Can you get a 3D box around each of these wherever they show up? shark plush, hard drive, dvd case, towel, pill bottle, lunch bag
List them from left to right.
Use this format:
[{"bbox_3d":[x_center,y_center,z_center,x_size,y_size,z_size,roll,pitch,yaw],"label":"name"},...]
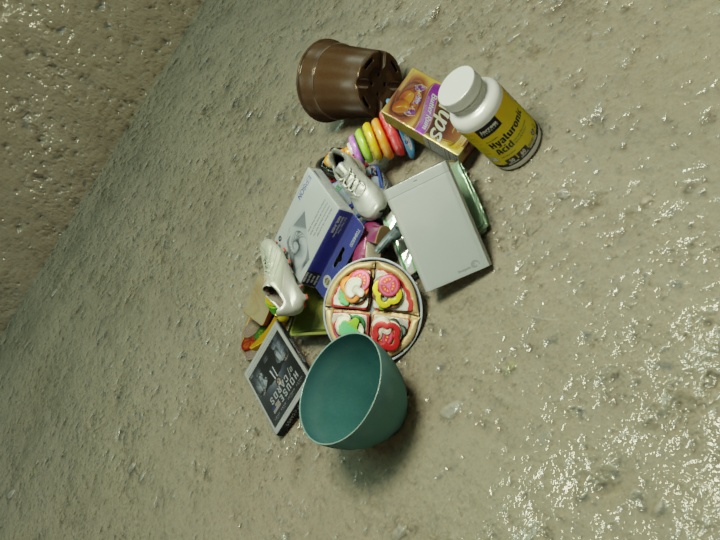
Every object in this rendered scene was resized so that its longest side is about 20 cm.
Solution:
[{"bbox_3d":[-0.171,0.225,1.655,0.151,0.025,0.200,-58,40,16],"label":"dvd case"},{"bbox_3d":[-0.016,-0.136,1.697,0.198,0.076,0.162,-28,38,18],"label":"lunch bag"},{"bbox_3d":[0.091,-0.117,1.484,0.199,0.083,0.092,-36,64,25],"label":"shark plush"},{"bbox_3d":[0.140,-0.093,1.509,0.199,0.023,0.154,-35,65,28],"label":"towel"},{"bbox_3d":[0.138,-0.078,1.416,0.131,0.027,0.203,-23,91,23],"label":"hard drive"},{"bbox_3d":[0.232,-0.280,1.430,0.111,0.199,0.113,-29,44,33],"label":"pill bottle"}]

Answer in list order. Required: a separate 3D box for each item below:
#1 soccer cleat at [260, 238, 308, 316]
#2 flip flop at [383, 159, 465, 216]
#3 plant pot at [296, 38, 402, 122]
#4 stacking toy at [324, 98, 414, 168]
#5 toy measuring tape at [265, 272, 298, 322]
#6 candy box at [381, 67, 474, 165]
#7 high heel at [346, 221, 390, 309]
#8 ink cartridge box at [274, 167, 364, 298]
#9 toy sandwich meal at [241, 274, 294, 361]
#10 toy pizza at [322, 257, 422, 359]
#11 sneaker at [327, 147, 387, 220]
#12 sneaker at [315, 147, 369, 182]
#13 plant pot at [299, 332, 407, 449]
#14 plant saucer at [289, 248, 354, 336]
[{"bbox_3d":[-0.178,0.012,1.642,0.201,0.077,0.070,59,151,32],"label":"soccer cleat"},{"bbox_3d":[0.126,-0.150,1.575,0.198,0.081,0.058,-27,51,28],"label":"flip flop"},{"bbox_3d":[-0.018,-0.447,1.873,0.197,0.200,0.202,18,78,44],"label":"plant pot"},{"bbox_3d":[0.011,-0.273,1.707,0.197,0.117,0.110,-23,41,5],"label":"stacking toy"},{"bbox_3d":[-0.170,0.036,1.721,0.073,0.073,0.202,-33,36,29],"label":"toy measuring tape"},{"bbox_3d":[0.154,-0.311,1.582,0.199,0.057,0.117,34,83,21],"label":"candy box"},{"bbox_3d":[0.000,0.000,1.561,0.096,0.066,0.203,10,85,65],"label":"high heel"},{"bbox_3d":[-0.091,-0.075,1.624,0.201,0.040,0.201,52,126,36],"label":"ink cartridge box"},{"bbox_3d":[-0.223,0.108,1.796,0.204,0.070,0.208,-30,44,34],"label":"toy sandwich meal"},{"bbox_3d":[0.019,0.076,1.473,0.197,0.032,0.204,-1,86,17],"label":"toy pizza"},{"bbox_3d":[-0.013,-0.175,1.604,0.075,0.087,0.201,-46,48,11],"label":"sneaker"},{"bbox_3d":[-0.059,-0.249,1.842,0.200,0.097,0.072,21,83,55],"label":"sneaker"},{"bbox_3d":[0.007,0.228,1.381,0.199,0.134,0.203,-29,45,34],"label":"plant pot"},{"bbox_3d":[-0.046,0.050,1.649,0.198,0.048,0.202,-8,58,47],"label":"plant saucer"}]
